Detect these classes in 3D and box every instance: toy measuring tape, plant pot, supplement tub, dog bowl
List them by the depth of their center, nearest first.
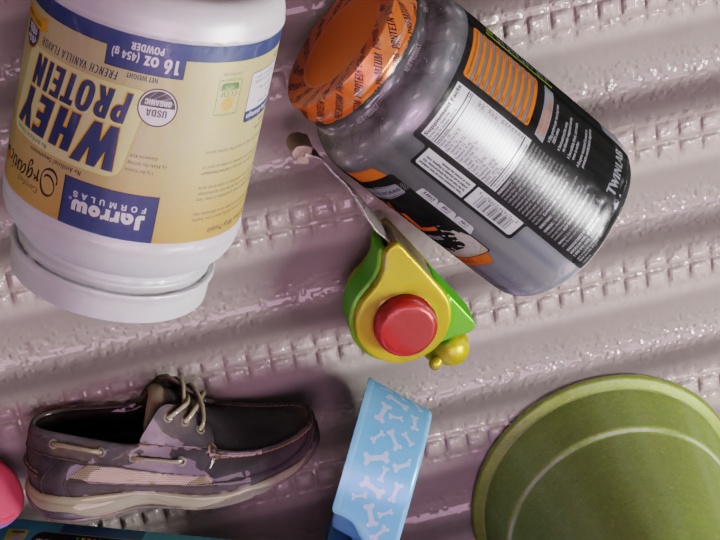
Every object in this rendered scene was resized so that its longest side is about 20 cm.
[{"bbox_3d":[-0.130,-0.085,1.152,0.143,0.145,0.201,7,116,-15],"label":"supplement tub"},{"bbox_3d":[0.059,-0.083,1.206,0.200,0.123,0.123,37,105,-25],"label":"supplement tub"},{"bbox_3d":[0.000,0.000,1.270,0.073,0.074,0.200,-39,119,10],"label":"toy measuring tape"},{"bbox_3d":[0.003,0.171,1.329,0.049,0.112,0.201,16,115,1],"label":"dog bowl"},{"bbox_3d":[0.192,0.206,1.349,0.198,0.190,0.202,-5,119,-8],"label":"plant pot"}]

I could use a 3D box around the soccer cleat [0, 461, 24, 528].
[{"bbox_3d":[-0.322,0.143,1.290,0.198,0.067,0.077,7,147,-22],"label":"soccer cleat"}]

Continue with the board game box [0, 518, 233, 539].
[{"bbox_3d":[-0.159,0.243,1.321,0.198,0.047,0.152,2,124,25],"label":"board game box"}]

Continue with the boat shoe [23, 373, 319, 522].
[{"bbox_3d":[-0.125,0.112,1.299,0.198,0.075,0.074,-11,120,-7],"label":"boat shoe"}]
